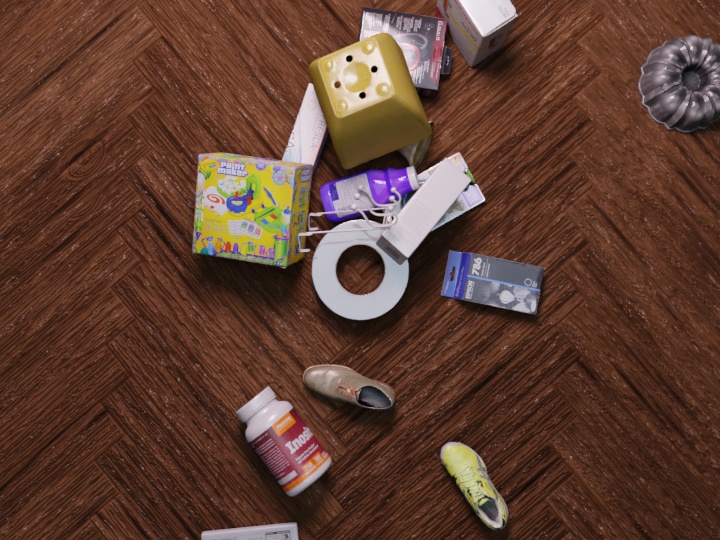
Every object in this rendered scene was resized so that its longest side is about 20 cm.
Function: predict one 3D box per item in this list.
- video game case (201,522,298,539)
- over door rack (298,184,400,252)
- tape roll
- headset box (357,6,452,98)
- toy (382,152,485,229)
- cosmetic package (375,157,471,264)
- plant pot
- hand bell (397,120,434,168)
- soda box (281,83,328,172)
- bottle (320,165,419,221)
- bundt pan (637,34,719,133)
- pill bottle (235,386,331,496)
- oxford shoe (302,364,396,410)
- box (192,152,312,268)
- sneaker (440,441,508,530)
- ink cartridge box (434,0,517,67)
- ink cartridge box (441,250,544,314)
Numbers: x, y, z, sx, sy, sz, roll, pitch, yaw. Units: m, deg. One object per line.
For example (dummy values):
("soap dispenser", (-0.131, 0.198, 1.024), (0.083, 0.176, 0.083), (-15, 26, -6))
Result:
("video game case", (-0.219, 0.617, 1.671), (0.197, 0.023, 0.185), (-5, 87, -1))
("over door rack", (-0.024, -0.109, 1.570), (0.198, 0.148, 0.067), (-15, 108, 11))
("tape roll", (0.000, 0.000, 1.674), (0.197, 0.066, 0.203), (0, 87, -1))
("headset box", (0.090, -0.445, 1.687), (0.197, 0.075, 0.151), (8, 88, 1))
("toy", (0.146, -0.149, 1.689), (0.198, 0.047, 0.116), (-29, 86, -2))
("cosmetic package", (0.122, -0.114, 1.605), (0.071, 0.101, 0.200), (40, 80, 0))
("plant pot", (0.007, -0.331, 1.539), (0.192, 0.200, 0.198), (-21, 83, 8))
("hand bell", (0.041, -0.295, 1.687), (0.198, 0.104, 0.105), (26, 88, 13))
("soda box", (-0.106, -0.276, 1.687), (0.068, 0.064, 0.202), (19, 87, 1))
("bottle", (0.020, -0.161, 1.663), (0.198, 0.065, 0.085), (-16, 92, 12))
("bundt pan", (0.681, -0.391, 1.684), (0.199, 0.076, 0.205), (0, 88, -1))
("pill bottle", (-0.157, 0.338, 1.636), (0.113, 0.113, 0.201), (-38, 88, -1))
("oxford shoe", (-0.022, 0.235, 1.659), (0.197, 0.075, 0.071), (13, 88, 1))
("box", (-0.212, -0.123, 1.614), (0.197, 0.122, 0.195), (10, 102, 12))
("sneaker", (0.236, 0.431, 1.650), (0.075, 0.076, 0.201), (-38, 87, 0))
("ink cartridge box", (0.225, -0.511, 1.627), (0.083, 0.200, 0.146), (-33, 88, -1))
("ink cartridge box", (0.271, 0.024, 1.686), (0.197, 0.039, 0.101), (10, 88, 1))
